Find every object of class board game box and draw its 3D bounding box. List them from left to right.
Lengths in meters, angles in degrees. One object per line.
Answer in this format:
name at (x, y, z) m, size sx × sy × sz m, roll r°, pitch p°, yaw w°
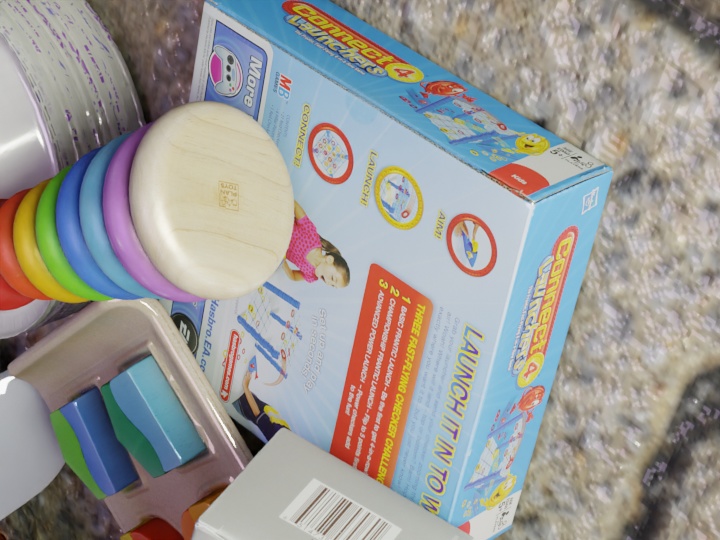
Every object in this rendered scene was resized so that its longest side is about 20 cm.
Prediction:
board game box at (0.000, 0.000, 0.897) m, size 0.196 × 0.056 × 0.201 m, roll 35°, pitch 128°, yaw 30°

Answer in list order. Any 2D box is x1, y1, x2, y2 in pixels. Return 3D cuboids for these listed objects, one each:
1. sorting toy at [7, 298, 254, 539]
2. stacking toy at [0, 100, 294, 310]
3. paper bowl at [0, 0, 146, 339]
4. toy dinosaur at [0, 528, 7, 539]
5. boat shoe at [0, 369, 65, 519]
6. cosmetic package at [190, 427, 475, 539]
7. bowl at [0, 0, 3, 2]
sorting toy at (-0.098, 0.113, 1.007) m, size 0.200 × 0.036 × 0.185 m, roll 55°, pitch 150°, yaw -3°
stacking toy at (-0.125, -0.018, 0.904) m, size 0.200 × 0.085 × 0.086 m, roll -11°, pitch 99°, yaw 44°
paper bowl at (-0.211, -0.061, 1.050) m, size 0.200 × 0.104 × 0.201 m, roll 21°, pitch 122°, yaw 38°
toy dinosaur at (-0.219, 0.217, 1.205) m, size 0.136 × 0.102 × 0.201 m, roll -35°, pitch 59°, yaw 33°
boat shoe at (-0.235, 0.127, 1.129) m, size 0.069 × 0.200 × 0.057 m, roll 41°, pitch 180°, yaw -21°
cosmetic package at (-0.034, 0.183, 0.897) m, size 0.107 × 0.090 × 0.200 m, roll 27°, pitch 126°, yaw 14°
bowl at (-0.186, -0.213, 0.958) m, size 0.200 × 0.094 × 0.202 m, roll 8°, pitch 103°, yaw 40°
